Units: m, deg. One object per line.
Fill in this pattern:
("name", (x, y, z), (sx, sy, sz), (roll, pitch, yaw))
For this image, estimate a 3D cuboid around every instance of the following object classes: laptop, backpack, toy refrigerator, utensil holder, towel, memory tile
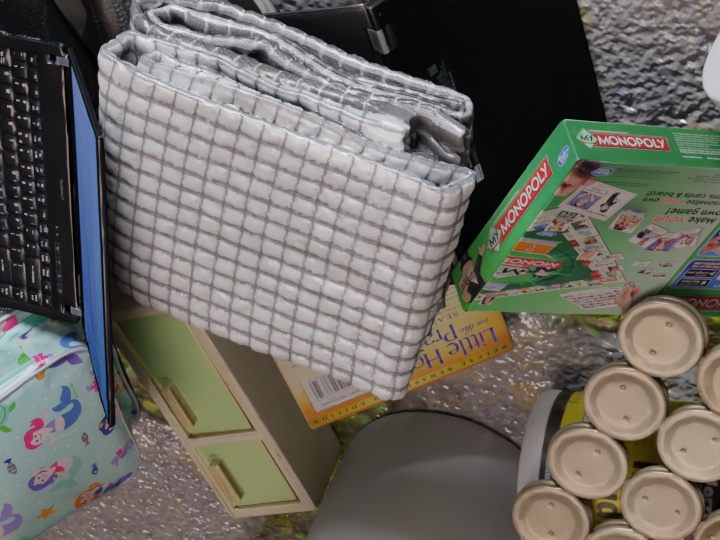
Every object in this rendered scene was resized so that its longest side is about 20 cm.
("laptop", (0.019, -0.094, 1.000), (0.116, 0.200, 0.188), (30, 149, 47))
("backpack", (-0.246, 0.089, 1.135), (0.199, 0.151, 0.178), (-26, 138, -13))
("laptop", (-0.203, -0.031, 0.984), (0.199, 0.103, 0.178), (12, 120, 17))
("toy refrigerator", (-0.095, 0.080, 1.237), (0.076, 0.070, 0.201), (-9, 127, 29))
("utensil holder", (0.035, 0.221, 1.219), (0.169, 0.200, 0.171), (12, 134, 13))
("towel", (-0.038, -0.043, 0.940), (0.199, 0.086, 0.166), (20, 134, 9))
("memory tile", (0.189, 0.118, 1.054), (0.153, 0.017, 0.201), (29, 122, 4))

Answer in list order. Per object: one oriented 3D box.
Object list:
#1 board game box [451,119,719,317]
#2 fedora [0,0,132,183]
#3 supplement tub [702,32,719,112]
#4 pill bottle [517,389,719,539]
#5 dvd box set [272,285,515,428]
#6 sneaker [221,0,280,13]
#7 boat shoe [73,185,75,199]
("board game box", (0.166, -0.024, 0.985), (0.199, 0.029, 0.135), (2, 144, -28))
("fedora", (-0.191, -0.153, 1.036), (0.199, 0.092, 0.202), (9, 118, 18))
("supplement tub", (0.281, -0.063, 0.896), (0.200, 0.141, 0.140), (43, 133, -18))
("pill bottle", (0.207, 0.138, 1.134), (0.199, 0.112, 0.112), (4, 132, 19))
("dvd box set", (0.000, 0.000, 1.096), (0.146, 0.029, 0.200), (-22, 130, 5))
("sneaker", (-0.083, -0.099, 1.062), (0.074, 0.079, 0.201), (3, 130, 22))
("boat shoe", (-0.193, -0.093, 1.123), (0.199, 0.062, 0.072), (14, 129, -14))
